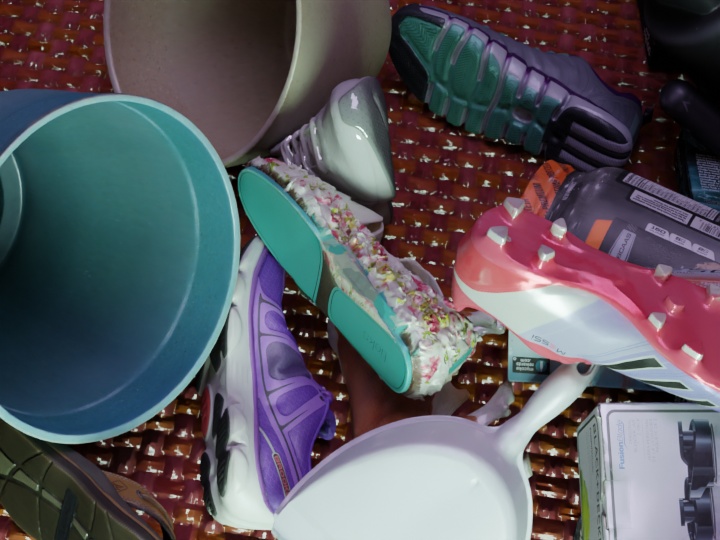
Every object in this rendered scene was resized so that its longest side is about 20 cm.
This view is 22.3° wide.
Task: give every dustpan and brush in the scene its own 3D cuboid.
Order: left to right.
[{"bbox_3d":[0.064,0.120,1.045,0.140,0.057,0.200,45,100,2],"label":"dustpan and brush"}]

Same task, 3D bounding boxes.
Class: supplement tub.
[{"bbox_3d":[0.191,0.013,1.163,0.199,0.123,0.123,25,51,15],"label":"supplement tub"}]

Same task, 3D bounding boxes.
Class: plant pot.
[{"bbox_3d":[-0.207,-0.018,1.096,0.187,0.201,0.200,16,44,44],"label":"plant pot"}]

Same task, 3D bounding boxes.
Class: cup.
[{"bbox_3d":[-0.061,-0.172,1.266,0.143,0.201,0.201,-5,45,-45],"label":"cup"}]

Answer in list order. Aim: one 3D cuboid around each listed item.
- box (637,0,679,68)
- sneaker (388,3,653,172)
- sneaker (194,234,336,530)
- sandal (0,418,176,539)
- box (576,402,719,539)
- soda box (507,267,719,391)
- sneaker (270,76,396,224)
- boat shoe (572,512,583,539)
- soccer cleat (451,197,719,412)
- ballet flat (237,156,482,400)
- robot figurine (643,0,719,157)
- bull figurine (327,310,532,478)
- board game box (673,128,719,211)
[{"bbox_3d":[0.282,-0.267,1.358,0.123,0.201,0.149,3,49,-2],"label":"box"},{"bbox_3d":[0.115,-0.137,1.327,0.199,0.075,0.088,33,40,9],"label":"sneaker"},{"bbox_3d":[-0.056,0.072,1.132,0.083,0.081,0.202,10,55,-20],"label":"sneaker"},{"bbox_3d":[-0.143,0.153,1.052,0.054,0.082,0.200,-13,42,-44],"label":"sandal"},{"bbox_3d":[0.225,0.136,1.029,0.198,0.060,0.118,-1,73,-7],"label":"box"},{"bbox_3d":[0.188,0.034,1.068,0.198,0.069,0.064,3,6,19],"label":"soda box"},{"bbox_3d":[-0.018,-0.067,1.174,0.079,0.200,0.071,-4,76,-2],"label":"sneaker"},{"bbox_3d":[0.225,0.156,1.087,0.198,0.060,0.075,-4,75,-8],"label":"boat shoe"},{"bbox_3d":[0.143,0.032,1.024,0.199,0.077,0.067,28,46,7],"label":"soccer cleat"},{"bbox_3d":[0.000,0.000,1.114,0.064,0.076,0.200,-21,56,-30],"label":"ballet flat"},{"bbox_3d":[0.277,-0.171,1.258,0.200,0.150,0.126,38,36,-32],"label":"robot figurine"},{"bbox_3d":[0.035,0.062,1.135,0.120,0.065,0.201,-12,54,8],"label":"bull figurine"},{"bbox_3d":[0.320,-0.044,1.263,0.198,0.028,0.136,8,31,1],"label":"board game box"}]
